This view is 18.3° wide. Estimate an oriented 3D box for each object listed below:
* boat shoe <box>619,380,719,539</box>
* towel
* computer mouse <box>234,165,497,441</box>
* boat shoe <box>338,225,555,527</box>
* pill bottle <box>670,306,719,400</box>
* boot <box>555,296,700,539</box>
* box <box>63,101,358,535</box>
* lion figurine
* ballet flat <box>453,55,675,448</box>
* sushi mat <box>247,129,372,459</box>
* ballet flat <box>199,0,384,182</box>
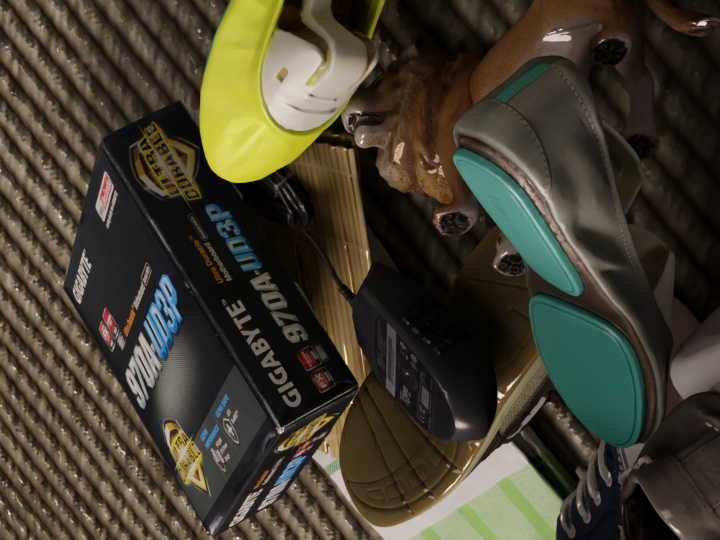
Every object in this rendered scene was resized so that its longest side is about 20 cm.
[{"bbox_3d":[0.123,0.096,0.861,0.067,0.057,0.200,49,167,16],"label":"boat shoe"},{"bbox_3d":[0.018,0.069,1.130,0.200,0.031,0.149,50,144,-1],"label":"towel"},{"bbox_3d":[0.000,0.000,0.998,0.200,0.034,0.059,50,157,27],"label":"computer mouse"},{"bbox_3d":[0.058,0.048,1.022,0.072,0.066,0.201,57,135,25],"label":"boat shoe"},{"bbox_3d":[0.221,0.085,0.870,0.200,0.113,0.113,53,141,-2],"label":"pill bottle"},{"bbox_3d":[0.121,0.100,1.009,0.090,0.073,0.200,1,120,37],"label":"boot"},{"bbox_3d":[-0.079,0.030,1.085,0.159,0.046,0.200,58,159,11],"label":"box"},{"bbox_3d":[0.072,-0.082,0.921,0.072,0.123,0.200,28,132,-29],"label":"lion figurine"},{"bbox_3d":[0.094,-0.005,0.872,0.067,0.064,0.200,30,159,39],"label":"ballet flat"},{"bbox_3d":[-0.026,0.011,1.088,0.096,0.012,0.200,20,134,34],"label":"sushi mat"},{"bbox_3d":[-0.013,-0.118,0.930,0.067,0.067,0.200,40,115,45],"label":"ballet flat"}]
